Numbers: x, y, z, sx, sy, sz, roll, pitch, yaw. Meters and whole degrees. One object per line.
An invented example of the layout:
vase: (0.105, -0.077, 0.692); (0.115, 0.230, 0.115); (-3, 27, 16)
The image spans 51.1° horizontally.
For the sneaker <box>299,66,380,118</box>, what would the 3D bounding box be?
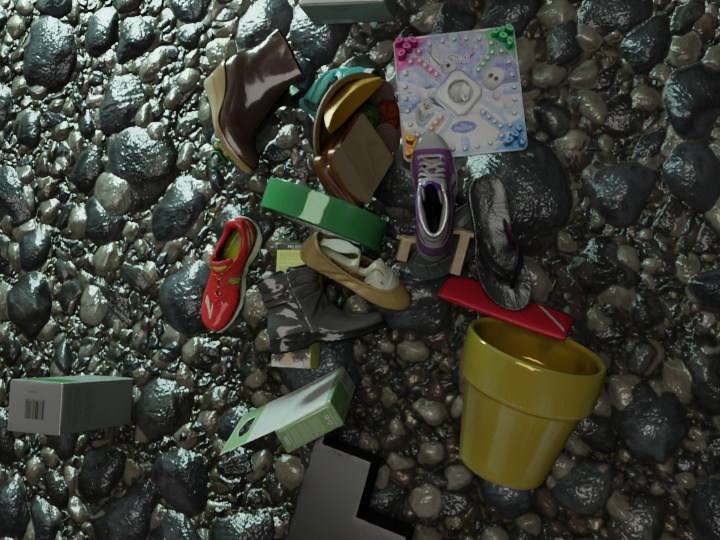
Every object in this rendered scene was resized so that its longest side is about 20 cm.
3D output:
sneaker: (-0.049, -0.243, 1.244); (0.119, 0.083, 0.204); (18, 93, 22)

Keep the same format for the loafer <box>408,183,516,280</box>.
loafer: (0.158, -0.061, 1.180); (0.199, 0.063, 0.072); (-39, 105, 14)

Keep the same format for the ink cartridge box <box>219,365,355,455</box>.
ink cartridge box: (-0.109, 0.232, 1.177); (0.197, 0.146, 0.049); (-29, 99, 13)

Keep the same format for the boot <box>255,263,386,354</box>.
boot: (-0.060, 0.049, 1.186); (0.196, 0.070, 0.135); (-8, 81, -18)

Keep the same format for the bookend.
bookend: (0.004, 0.369, 1.156); (0.195, 0.092, 0.204); (15, 87, 17)

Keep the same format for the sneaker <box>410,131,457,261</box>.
sneaker: (0.109, -0.128, 1.092); (0.071, 0.115, 0.205); (-5, 69, 5)

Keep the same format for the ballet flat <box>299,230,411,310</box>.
ballet flat: (0.000, 0.000, 1.171); (0.197, 0.069, 0.063); (24, 135, -10)

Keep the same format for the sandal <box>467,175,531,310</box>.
sandal: (0.199, -0.039, 1.099); (0.074, 0.048, 0.205); (-15, 86, 0)

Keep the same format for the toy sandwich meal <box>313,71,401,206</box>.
toy sandwich meal: (0.006, -0.205, 1.167); (0.070, 0.203, 0.209); (19, 89, 46)

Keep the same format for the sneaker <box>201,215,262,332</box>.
sneaker: (-0.234, 0.003, 1.274); (0.076, 0.085, 0.204); (16, 89, 19)

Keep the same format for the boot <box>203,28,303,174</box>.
boot: (-0.165, -0.279, 1.236); (0.164, 0.072, 0.203); (-27, 74, 15)

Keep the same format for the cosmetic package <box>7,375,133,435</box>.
cosmetic package: (-0.482, 0.224, 1.269); (0.105, 0.200, 0.087); (1, 86, 15)

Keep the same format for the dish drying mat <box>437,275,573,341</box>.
dish drying mat: (0.218, 0.054, 1.132); (0.197, 0.077, 0.019); (21, 119, 18)

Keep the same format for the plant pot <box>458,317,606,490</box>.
plant pot: (0.222, 0.192, 1.063); (0.197, 0.200, 0.193); (19, 105, 18)

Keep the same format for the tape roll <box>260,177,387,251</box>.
tape roll: (-0.056, -0.086, 1.168); (0.197, 0.200, 0.049); (19, 89, 18)

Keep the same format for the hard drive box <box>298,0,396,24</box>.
hard drive box: (-0.014, -0.530, 1.267); (0.152, 0.077, 0.205); (5, 85, 18)

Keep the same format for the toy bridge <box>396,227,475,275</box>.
toy bridge: (0.150, -0.028, 1.143); (0.196, 0.027, 0.069); (14, 106, -2)

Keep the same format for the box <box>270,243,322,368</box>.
box: (-0.103, 0.058, 1.246); (0.074, 0.050, 0.205); (0, 83, 16)

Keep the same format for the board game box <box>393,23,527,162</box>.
board game box: (0.157, -0.282, 1.189); (0.195, 0.026, 0.205); (-5, 83, 3)

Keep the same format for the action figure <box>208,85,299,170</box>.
action figure: (-0.207, -0.262, 1.314); (0.117, 0.055, 0.202); (35, 99, 15)
